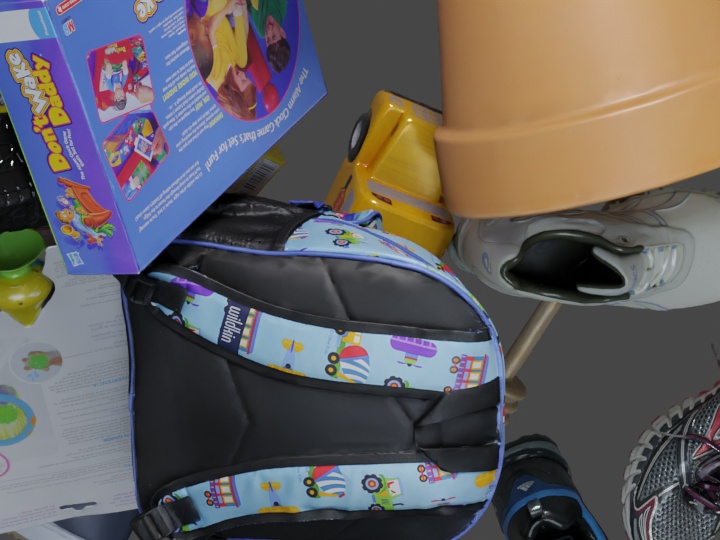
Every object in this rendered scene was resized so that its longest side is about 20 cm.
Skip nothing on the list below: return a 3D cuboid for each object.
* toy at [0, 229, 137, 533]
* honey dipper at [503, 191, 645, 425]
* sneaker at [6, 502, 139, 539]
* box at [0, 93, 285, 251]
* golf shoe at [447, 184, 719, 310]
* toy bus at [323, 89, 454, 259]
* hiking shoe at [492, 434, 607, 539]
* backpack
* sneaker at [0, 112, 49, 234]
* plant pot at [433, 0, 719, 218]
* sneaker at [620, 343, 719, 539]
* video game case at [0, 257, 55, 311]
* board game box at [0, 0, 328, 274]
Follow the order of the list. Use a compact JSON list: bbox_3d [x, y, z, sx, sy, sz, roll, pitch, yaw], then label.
[{"bbox_3d":[-0.172,0.057,0.890,0.114,0.047,0.201,-9,133,-5],"label":"toy"},{"bbox_3d":[0.117,0.023,1.002,0.038,0.038,0.201,25,108,-17],"label":"honey dipper"},{"bbox_3d":[-0.215,0.094,0.986,0.199,0.070,0.109,29,101,-9],"label":"sneaker"},{"bbox_3d":[-0.151,-0.065,0.875,0.199,0.049,0.117,22,119,-45],"label":"box"},{"bbox_3d":[0.152,-0.002,0.925,0.198,0.097,0.079,1,111,-11],"label":"golf shoe"},{"bbox_3d":[0.000,0.000,0.950,0.064,0.079,0.201,20,114,-15],"label":"toy bus"},{"bbox_3d":[0.141,0.205,1.058,0.074,0.087,0.201,-31,116,11],"label":"hiking shoe"},{"bbox_3d":[-0.017,0.053,0.851,0.198,0.135,0.185,3,110,13],"label":"backpack"},{"bbox_3d":[-0.186,-0.043,0.795,0.103,0.199,0.061,-15,85,32],"label":"sneaker"},{"bbox_3d":[0.121,-0.124,0.844,0.198,0.200,0.142,-16,102,3],"label":"plant pot"},{"bbox_3d":[0.238,0.106,1.020,0.080,0.075,0.201,30,104,-18],"label":"sneaker"},{"bbox_3d":[-0.282,0.065,0.936,0.180,0.023,0.202,19,94,-3],"label":"video game case"},{"bbox_3d":[-0.094,-0.106,0.796,0.044,0.200,0.136,0,119,29],"label":"board game box"}]
